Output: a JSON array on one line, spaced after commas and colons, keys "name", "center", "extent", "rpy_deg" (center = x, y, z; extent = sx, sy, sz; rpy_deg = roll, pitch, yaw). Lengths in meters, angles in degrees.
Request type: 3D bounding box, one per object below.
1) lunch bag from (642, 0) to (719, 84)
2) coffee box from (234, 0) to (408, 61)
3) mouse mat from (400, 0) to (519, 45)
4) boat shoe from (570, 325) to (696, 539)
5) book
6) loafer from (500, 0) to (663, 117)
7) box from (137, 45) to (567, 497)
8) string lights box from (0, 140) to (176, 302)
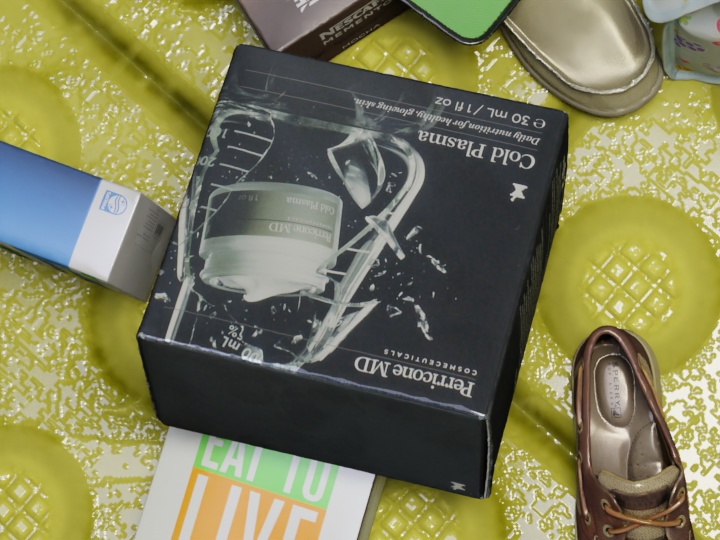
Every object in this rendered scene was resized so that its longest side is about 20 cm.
[{"name": "lunch bag", "center": [0.227, -0.206, 1.302], "extent": [0.127, 0.200, 0.170], "rpy_deg": [8, 83, 8]}, {"name": "coffee box", "center": [-0.053, -0.231, 1.403], "extent": [0.113, 0.080, 0.200], "rpy_deg": [-33, 79, 0]}, {"name": "mouse mat", "center": [0.036, -0.244, 1.357], "extent": [0.200, 0.008, 0.161], "rpy_deg": [36, 77, 8]}, {"name": "boat shoe", "center": [0.157, 0.129, 1.325], "extent": [0.072, 0.072, 0.201], "rpy_deg": [-6, 81, 7]}, {"name": "book", "center": [-0.066, 0.162, 1.367], "extent": [0.133, 0.048, 0.201], "rpy_deg": [16, 87, 11]}, {"name": "loafer", "center": [0.106, -0.176, 1.380], "extent": [0.076, 0.068, 0.200], "rpy_deg": [-40, 79, 0]}, {"name": "box", "center": [0.000, 0.000, 1.305], "extent": [0.199, 0.124, 0.197], "rpy_deg": [12, 65, 9]}, {"name": "string lights box", "center": [-0.220, -0.046, 1.386], "extent": [0.199, 0.103, 0.059], "rpy_deg": [20, 85, 10]}]
